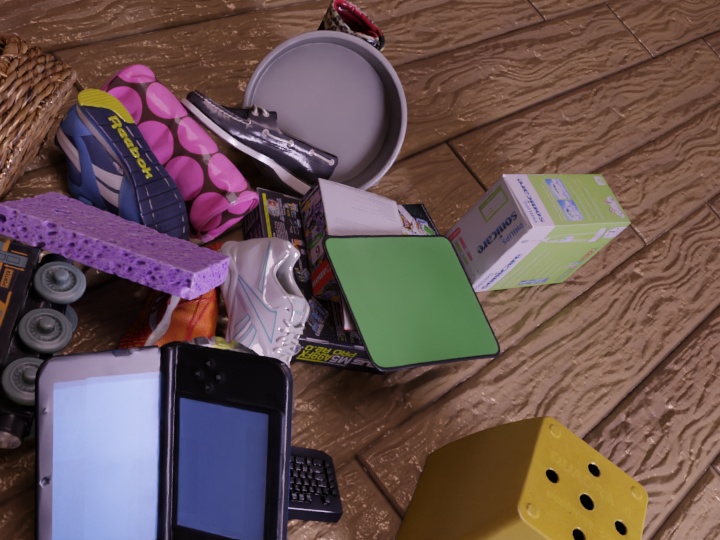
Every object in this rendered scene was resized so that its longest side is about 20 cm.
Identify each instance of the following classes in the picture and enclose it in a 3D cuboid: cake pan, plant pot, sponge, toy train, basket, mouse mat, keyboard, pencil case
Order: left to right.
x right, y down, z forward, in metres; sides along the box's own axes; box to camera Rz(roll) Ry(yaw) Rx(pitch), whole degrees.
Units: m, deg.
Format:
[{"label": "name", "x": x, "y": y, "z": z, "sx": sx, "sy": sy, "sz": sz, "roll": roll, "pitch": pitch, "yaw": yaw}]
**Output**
[{"label": "basket", "x": -0.375, "y": -0.146, "z": 0.994, "sx": 0.149, "sy": 0.143, "sz": 0.201, "roll": 32, "pitch": 42, "yaw": -13}, {"label": "toy train", "x": -0.311, "y": 0.060, "z": 0.924, "sx": 0.113, "sy": 0.085, "sz": 0.201, "roll": 14, "pitch": 49, "yaw": -12}, {"label": "sponge", "x": -0.229, "y": -0.025, "z": 0.997, "sx": 0.199, "sy": 0.030, "sz": 0.112, "roll": 19, "pitch": 12, "yaw": 8}, {"label": "pencil case", "x": -0.205, "y": -0.122, "z": 1.151, "sx": 0.094, "sy": 0.091, "sz": 0.200, "roll": -42, "pitch": 85, "yaw": -9}, {"label": "keyboard", "x": -0.104, "y": 0.213, "z": 0.996, "sx": 0.199, "sy": 0.021, "sz": 0.128, "roll": 12, "pitch": 49, "yaw": -29}, {"label": "cake pan", "x": -0.044, "y": -0.184, "z": 1.270, "sx": 0.199, "sy": 0.201, "sz": 0.037, "roll": 28, "pitch": 6, "yaw": -16}, {"label": "mouse mat", "x": 0.057, "y": 0.030, "z": 1.146, "sx": 0.199, "sy": 0.008, "sz": 0.162, "roll": -3, "pitch": 61, "yaw": -41}, {"label": "plant pot", "x": 0.167, "y": 0.264, "z": 1.045, "sx": 0.200, "sy": 0.176, "sz": 0.200, "roll": 37, "pitch": 42, "yaw": -6}]

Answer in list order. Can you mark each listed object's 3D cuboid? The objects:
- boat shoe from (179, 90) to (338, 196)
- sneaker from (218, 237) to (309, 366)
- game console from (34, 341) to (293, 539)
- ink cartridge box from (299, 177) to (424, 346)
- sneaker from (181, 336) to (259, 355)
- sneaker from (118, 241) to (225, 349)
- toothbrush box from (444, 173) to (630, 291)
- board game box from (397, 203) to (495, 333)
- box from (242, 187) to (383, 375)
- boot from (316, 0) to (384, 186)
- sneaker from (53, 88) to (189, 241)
[{"label": "boat shoe", "x": -0.110, "y": -0.152, "z": 1.198, "sx": 0.199, "sy": 0.060, "sz": 0.074, "roll": 33, "pitch": 6, "yaw": -26}, {"label": "sneaker", "x": -0.092, "y": 0.061, "z": 1.052, "sx": 0.070, "sy": 0.080, "sz": 0.202, "roll": 29, "pitch": 52, "yaw": -69}, {"label": "game console", "x": -0.156, "y": 0.167, "z": 0.850, "sx": 0.170, "sy": 0.201, "sz": 0.118, "roll": 7, "pitch": 11, "yaw": 23}, {"label": "ink cartridge box", "x": 0.000, "y": 0.000, "z": 1.168, "sx": 0.108, "sy": 0.050, "sz": 0.201, "roll": 14, "pitch": 49, "yaw": -31}, {"label": "sneaker", "x": -0.174, "y": 0.118, "z": 0.960, "sx": 0.199, "sy": 0.085, "sz": 0.075, "roll": -7, "pitch": 47, "yaw": -28}, {"label": "sneaker", "x": -0.175, "y": 0.045, "z": 1.061, "sx": 0.077, "sy": 0.073, "sz": 0.200, "roll": 54, "pitch": 37, "yaw": -25}, {"label": "toothbrush box", "x": 0.227, "y": -0.050, "z": 1.380, "sx": 0.199, "sy": 0.146, "sz": 0.086, "roll": -7, "pitch": 60, "yaw": -40}, {"label": "board game box", "x": 0.081, "y": 0.004, "z": 1.314, "sx": 0.104, "sy": 0.023, "sz": 0.201, "roll": -4, "pitch": 58, "yaw": -42}, {"label": "box", "x": -0.046, "y": 0.012, "z": 1.193, "sx": 0.159, "sy": 0.044, "sz": 0.201, "roll": 11, "pitch": 50, "yaw": -30}, {"label": "boot", "x": -0.014, "y": -0.221, "z": 1.329, "sx": 0.073, "sy": 0.154, "sz": 0.204, "roll": -20, "pitch": 68, "yaw": -47}, {"label": "sneaker", "x": -0.248, "y": -0.085, "z": 1.099, "sx": 0.201, "sy": 0.082, "sz": 0.074, "roll": 60, "pitch": 28, "yaw": 5}]
